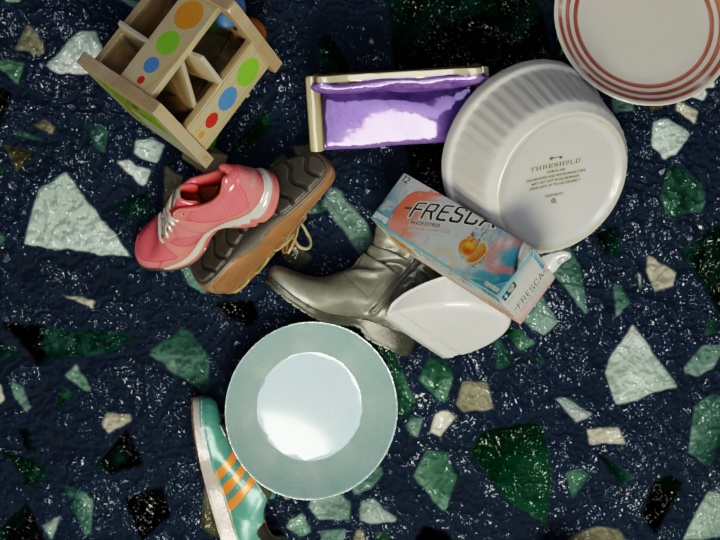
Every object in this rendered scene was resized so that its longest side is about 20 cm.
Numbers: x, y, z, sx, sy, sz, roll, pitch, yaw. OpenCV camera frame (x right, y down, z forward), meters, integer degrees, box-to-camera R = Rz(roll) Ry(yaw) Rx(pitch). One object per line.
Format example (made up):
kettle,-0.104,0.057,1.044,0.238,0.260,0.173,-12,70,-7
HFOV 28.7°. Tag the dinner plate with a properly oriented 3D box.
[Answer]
dinner plate,0.303,-0.268,1.503,0.197,0.024,0.203,1,76,-3

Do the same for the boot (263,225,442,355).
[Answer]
boot,0.000,0.000,1.571,0.198,0.068,0.132,23,96,-16

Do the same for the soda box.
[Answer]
soda box,0.104,-0.025,1.466,0.064,0.199,0.068,-52,140,-6

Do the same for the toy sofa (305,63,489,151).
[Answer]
toy sofa,0.041,-0.175,1.515,0.197,0.098,0.084,-3,101,0

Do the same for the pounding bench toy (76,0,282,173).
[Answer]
pounding bench toy,-0.167,-0.208,1.490,0.124,0.200,0.157,34,83,29

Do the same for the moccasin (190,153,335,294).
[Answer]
moccasin,-0.099,-0.048,1.555,0.202,0.077,0.074,-50,54,13

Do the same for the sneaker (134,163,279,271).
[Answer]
sneaker,-0.185,-0.067,1.519,0.199,0.086,0.075,-28,59,28

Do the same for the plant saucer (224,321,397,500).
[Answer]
plant saucer,-0.057,0.157,1.603,0.198,0.039,0.204,-1,95,-9

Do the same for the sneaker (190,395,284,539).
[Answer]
sneaker,-0.142,0.233,1.619,0.079,0.071,0.203,-16,101,-8

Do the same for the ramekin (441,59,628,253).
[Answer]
ramekin,0.192,-0.111,1.488,0.200,0.094,0.205,-12,122,-19

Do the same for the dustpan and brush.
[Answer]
dustpan and brush,0.142,0.028,1.531,0.198,0.058,0.139,-17,147,32
